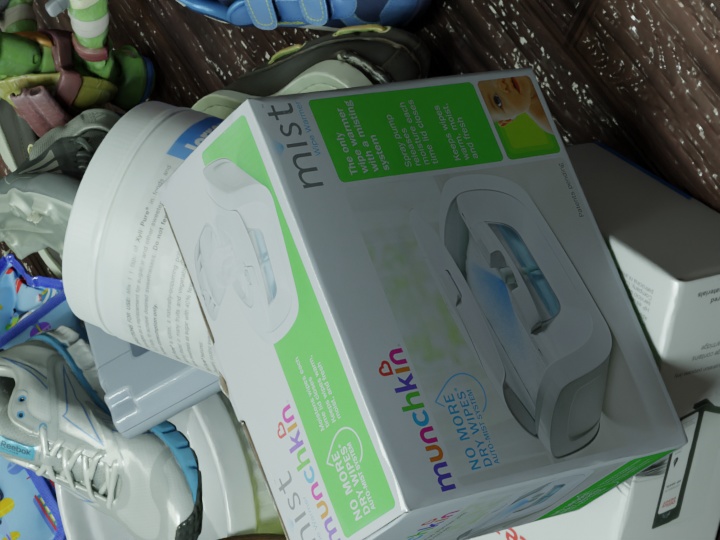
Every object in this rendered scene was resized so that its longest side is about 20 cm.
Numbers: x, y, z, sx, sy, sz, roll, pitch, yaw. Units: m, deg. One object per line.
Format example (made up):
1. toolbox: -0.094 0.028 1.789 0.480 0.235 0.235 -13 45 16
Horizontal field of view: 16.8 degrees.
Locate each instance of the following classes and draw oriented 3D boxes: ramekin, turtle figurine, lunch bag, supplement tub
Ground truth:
1. ramekin: -0.096 0.130 1.511 0.199 0.104 0.202 17 112 49
2. turtle figurine: -0.215 -0.170 1.518 0.144 0.193 0.201 43 127 41
3. lunch bag: -0.244 0.116 1.583 0.094 0.200 0.151 18 144 49
4. supplement tub: -0.042 -0.001 1.291 0.199 0.132 0.133 20 118 18

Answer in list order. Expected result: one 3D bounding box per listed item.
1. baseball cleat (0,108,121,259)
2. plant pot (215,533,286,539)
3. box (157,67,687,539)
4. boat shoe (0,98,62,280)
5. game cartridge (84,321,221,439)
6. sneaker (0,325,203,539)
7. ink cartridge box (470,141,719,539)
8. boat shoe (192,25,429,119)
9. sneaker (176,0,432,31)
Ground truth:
1. baseball cleat: -0.166 -0.054 1.432 0.070 0.107 0.200 48 162 -24
2. plant pot: -0.039 0.279 1.353 0.198 0.199 0.202 -134 45 -61
3. box: 0.026 0.021 1.126 0.097 0.175 0.201 -39 66 47
4. boat shoe: -0.187 -0.060 1.607 0.202 0.071 0.061 58 142 29
5. game cartridge: -0.103 0.001 1.446 0.201 0.132 0.042 -111 -5 -50
6. sneaker: -0.169 0.108 1.444 0.200 0.086 0.076 37 125 40
7. ink cartridge box: 0.117 0.058 1.229 0.146 0.084 0.201 35 125 41
8. boat shoe: -0.030 -0.090 1.370 0.072 0.061 0.201 54 152 -15
9. sneaker: -0.036 -0.167 1.375 0.199 0.082 0.075 5 102 50
